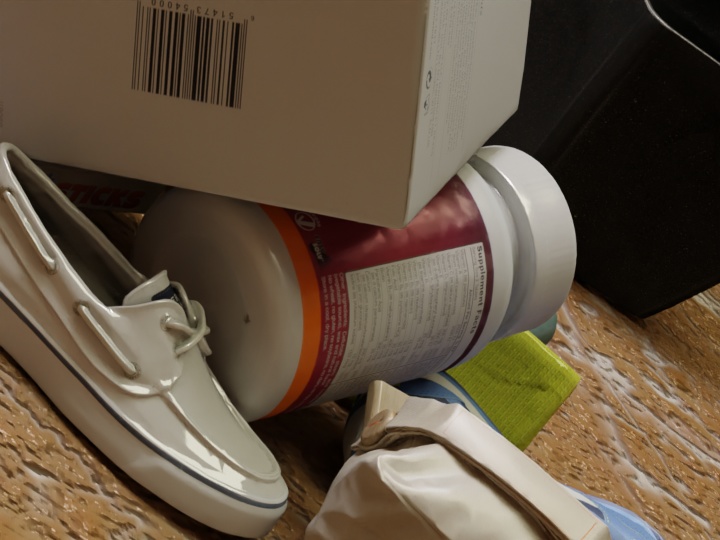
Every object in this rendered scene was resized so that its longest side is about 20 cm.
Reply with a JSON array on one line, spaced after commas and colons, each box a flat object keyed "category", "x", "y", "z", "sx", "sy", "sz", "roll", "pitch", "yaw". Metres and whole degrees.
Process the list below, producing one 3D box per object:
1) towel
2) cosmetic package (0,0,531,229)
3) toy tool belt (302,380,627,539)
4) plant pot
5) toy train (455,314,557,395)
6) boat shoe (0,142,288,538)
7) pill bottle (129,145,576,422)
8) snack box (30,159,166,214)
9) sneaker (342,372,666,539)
[{"category": "towel", "x": 0.010, "y": 0.021, "z": 1.435, "sx": 0.200, "sy": 0.086, "sz": 0.018, "roll": 41, "pitch": -1, "yaw": -7}, {"category": "cosmetic package", "x": -0.041, "y": -0.117, "z": 1.302, "sx": 0.198, "sy": 0.124, "sz": 0.200, "roll": 11, "pitch": 22, "yaw": 15}, {"category": "toy tool belt", "x": 0.069, "y": 0.135, "z": 1.257, "sx": 0.200, "sy": 0.125, "sz": 0.123, "roll": 41, "pitch": 27, "yaw": -8}, {"category": "plant pot", "x": 0.180, "y": -0.093, "z": 1.878, "sx": 0.200, "sy": 0.178, "sz": 0.200, "roll": 32, "pitch": 22, "yaw": -26}, {"category": "toy train", "x": 0.045, "y": 0.015, "z": 1.541, "sx": 0.114, "sy": 0.085, "sz": 0.200, "roll": 57, "pitch": 19, "yaw": 6}, {"category": "boat shoe", "x": -0.099, "y": 0.029, "z": 1.232, "sx": 0.200, "sy": 0.065, "sz": 0.074, "roll": 42, "pitch": 19, "yaw": -2}, {"category": "pill bottle", "x": 0.000, "y": 0.000, "z": 1.336, "sx": 0.199, "sy": 0.110, "sz": 0.110, "roll": -13, "pitch": 55, "yaw": -42}, {"category": "snack box", "x": -0.177, "y": -0.065, "z": 1.304, "sx": 0.199, "sy": 0.024, "sz": 0.072, "roll": 6, "pitch": 41, "yaw": -49}, {"category": "sneaker", "x": 0.070, "y": 0.125, "z": 1.359, "sx": 0.200, "sy": 0.074, "sz": 0.082, "roll": 35, "pitch": 15, "yaw": 6}]
